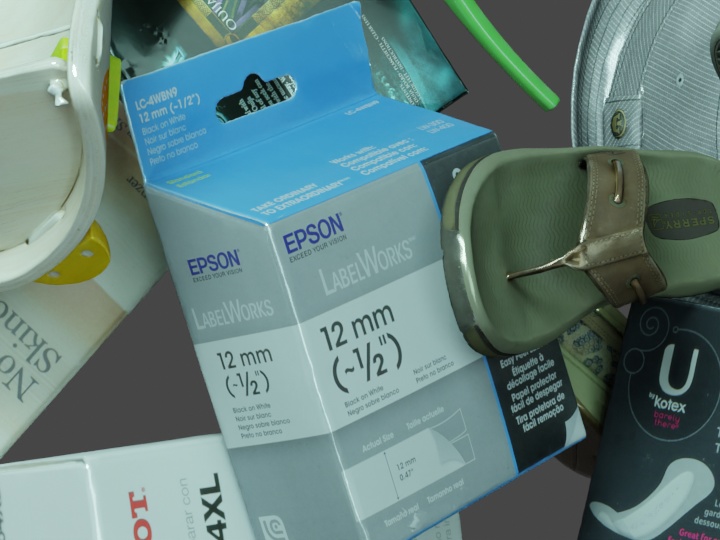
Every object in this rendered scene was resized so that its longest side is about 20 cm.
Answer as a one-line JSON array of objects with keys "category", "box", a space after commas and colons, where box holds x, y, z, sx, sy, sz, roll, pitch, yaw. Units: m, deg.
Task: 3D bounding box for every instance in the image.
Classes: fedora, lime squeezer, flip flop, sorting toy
[{"category": "fedora", "box": [0.190, -0.075, 1.204, 0.176, 0.090, 0.201, 14, 80, -16]}, {"category": "lime squeezer", "box": [0.034, -0.163, 1.201, 0.070, 0.038, 0.201, -14, 87, -49]}, {"category": "flip flop", "box": [0.105, -0.015, 1.070, 0.199, 0.057, 0.082, -8, 87, -44]}, {"category": "sorting toy", "box": [-0.164, -0.082, 1.017, 0.199, 0.107, 0.181, -12, 49, 19]}]

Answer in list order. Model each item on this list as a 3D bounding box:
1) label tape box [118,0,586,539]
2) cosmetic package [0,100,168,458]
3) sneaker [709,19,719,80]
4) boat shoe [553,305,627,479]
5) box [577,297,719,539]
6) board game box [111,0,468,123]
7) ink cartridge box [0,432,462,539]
[{"category": "label tape box", "box": [0.000, 0.000, 1.045, 0.143, 0.066, 0.201, -24, 101, -45]}, {"category": "cosmetic package", "box": [-0.163, 0.015, 1.087, 0.103, 0.087, 0.200, 42, 74, -10]}, {"category": "sneaker", "box": [0.242, -0.086, 1.140, 0.200, 0.075, 0.107, 32, 79, -26]}, {"category": "boat shoe", "box": [0.065, 0.007, 1.173, 0.200, 0.073, 0.063, 49, 63, -20]}, {"category": "box", "box": [0.170, 0.123, 1.135, 0.106, 0.122, 0.201, 16, 87, -50]}, {"category": "board game box", "box": [-0.060, -0.126, 1.164, 0.135, 0.028, 0.200, -34, 95, -17]}, {"category": "ink cartridge box", "box": [-0.052, 0.139, 1.072, 0.199, 0.084, 0.147, -6, 87, -45]}]
